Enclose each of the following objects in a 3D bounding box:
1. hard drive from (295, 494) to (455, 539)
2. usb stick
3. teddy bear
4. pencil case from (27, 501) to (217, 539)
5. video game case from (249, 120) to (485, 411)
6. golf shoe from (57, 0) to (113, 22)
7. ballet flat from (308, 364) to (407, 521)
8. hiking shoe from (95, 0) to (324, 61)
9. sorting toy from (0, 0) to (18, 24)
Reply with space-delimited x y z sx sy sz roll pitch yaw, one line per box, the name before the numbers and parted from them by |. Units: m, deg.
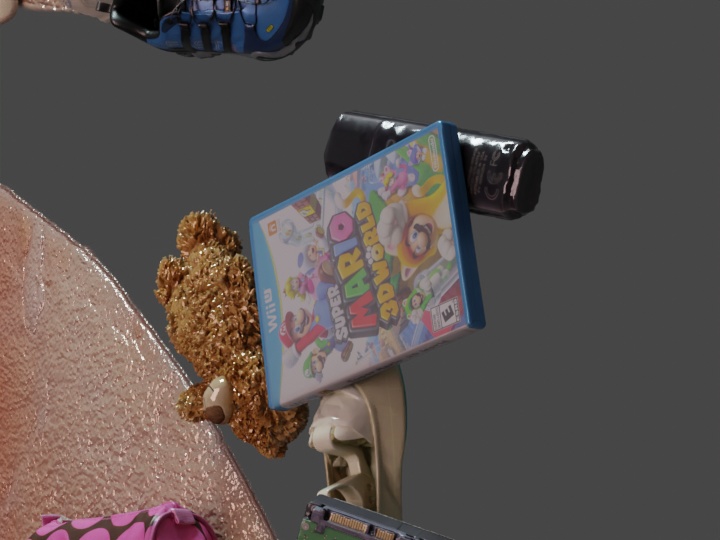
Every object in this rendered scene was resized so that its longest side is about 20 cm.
hard drive | 0.006 0.262 1.454 0.139 0.038 0.200 17 104 12
usb stick | 0.046 -0.072 1.492 0.200 0.033 0.056 14 90 49
teddy bear | -0.107 0.049 1.634 0.145 0.067 0.200 -38 59 44
pencil case | -0.189 0.227 1.704 0.200 0.091 0.094 -13 66 46
video game case | 0.000 0.000 1.490 0.200 0.018 0.143 -25 65 43
golf shoe | -0.211 -0.299 1.763 0.078 0.097 0.200 -17 73 49
ballet flat | -0.004 0.136 1.507 0.069 0.069 0.200 -17 74 47
hiking shoe | -0.107 -0.192 1.638 0.200 0.087 0.075 -8 81 49
sorting toy | -0.369 -0.304 2.000 0.200 0.036 0.186 -2 86 45
